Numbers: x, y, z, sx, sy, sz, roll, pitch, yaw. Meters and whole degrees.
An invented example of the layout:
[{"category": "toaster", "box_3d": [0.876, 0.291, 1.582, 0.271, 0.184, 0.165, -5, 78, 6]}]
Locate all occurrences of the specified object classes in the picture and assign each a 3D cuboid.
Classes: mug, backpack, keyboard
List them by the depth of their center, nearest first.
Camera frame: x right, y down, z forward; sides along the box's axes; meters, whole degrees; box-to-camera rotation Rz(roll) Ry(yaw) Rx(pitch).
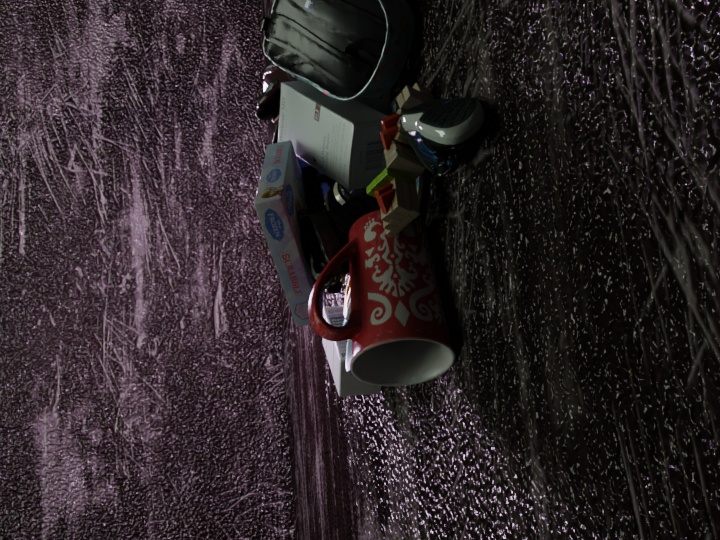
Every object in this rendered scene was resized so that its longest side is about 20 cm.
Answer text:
[{"category": "mug", "box_3d": [0.032, 0.023, 1.067, 0.133, 0.177, 0.201, -26, 52, 31]}, {"category": "backpack", "box_3d": [-0.021, -0.339, 1.184, 0.200, 0.150, 0.179, 37, 119, 26]}, {"category": "keyboard", "box_3d": [-0.046, -0.062, 1.263, 0.104, 0.039, 0.202, -55, -46, -74]}]

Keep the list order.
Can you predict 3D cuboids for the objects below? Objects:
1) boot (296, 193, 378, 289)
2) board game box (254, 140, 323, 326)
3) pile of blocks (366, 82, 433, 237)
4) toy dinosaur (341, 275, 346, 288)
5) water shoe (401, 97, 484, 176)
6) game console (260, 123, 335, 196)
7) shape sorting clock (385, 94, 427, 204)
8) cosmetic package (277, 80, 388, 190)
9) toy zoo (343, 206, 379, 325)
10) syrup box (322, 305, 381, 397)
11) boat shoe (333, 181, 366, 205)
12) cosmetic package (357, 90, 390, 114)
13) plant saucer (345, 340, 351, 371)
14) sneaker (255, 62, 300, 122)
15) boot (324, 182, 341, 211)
[{"category": "boot", "box_3d": [-0.016, -0.010, 1.191, 0.174, 0.069, 0.201, -36, -76, -57]}, {"category": "board game box", "box_3d": [-0.097, -0.058, 1.208, 0.201, 0.041, 0.201, -92, -13, -59]}, {"category": "pile of blocks", "box_3d": [0.041, -0.148, 1.060, 0.082, 0.062, 0.202, -12, 63, 56]}, {"category": "toy dinosaur", "box_3d": [-0.039, -0.025, 1.508, 0.200, 0.058, 0.102, -72, -2, -77]}, {"category": "water shoe", "box_3d": [0.101, -0.148, 0.938, 0.200, 0.071, 0.079, -118, 5, -74]}, {"category": "game console", "box_3d": [-0.070, -0.172, 1.500, 0.116, 0.199, 0.177, -43, 68, 35]}, {"category": "shape sorting clock", "box_3d": [0.054, -0.151, 1.199, 0.200, 0.039, 0.202, 177, 90, -79]}, {"category": "cosmetic package", "box_3d": [-0.043, -0.204, 1.223, 0.200, 0.074, 0.102, 35, 129, 44]}, {"category": "toy zoo", "box_3d": [0.000, 0.000, 1.385, 0.131, 0.020, 0.202, -96, 20, -74]}, {"category": "syrup box", "box_3d": [-0.018, 0.143, 1.535, 0.200, 0.078, 0.082, -113, 23, -61]}, {"category": "boat shoe", "box_3d": [-0.006, -0.179, 1.459, 0.063, 0.073, 0.202, -43, 24, 24]}, {"category": "cosmetic package", "box_3d": [-0.020, -0.272, 1.384, 0.200, 0.103, 0.074, -121, 28, -70]}, {"category": "plant saucer", "box_3d": [0.016, 0.071, 1.378, 0.201, 0.038, 0.203, -168, 90, -84]}, {"category": "sneaker", "box_3d": [-0.141, -0.284, 1.358, 0.116, 0.076, 0.200, -54, 15, -18]}, {"category": "boot", "box_3d": [-0.060, -0.050, 1.432, 0.139, 0.077, 0.201, -51, 18, 34]}]
